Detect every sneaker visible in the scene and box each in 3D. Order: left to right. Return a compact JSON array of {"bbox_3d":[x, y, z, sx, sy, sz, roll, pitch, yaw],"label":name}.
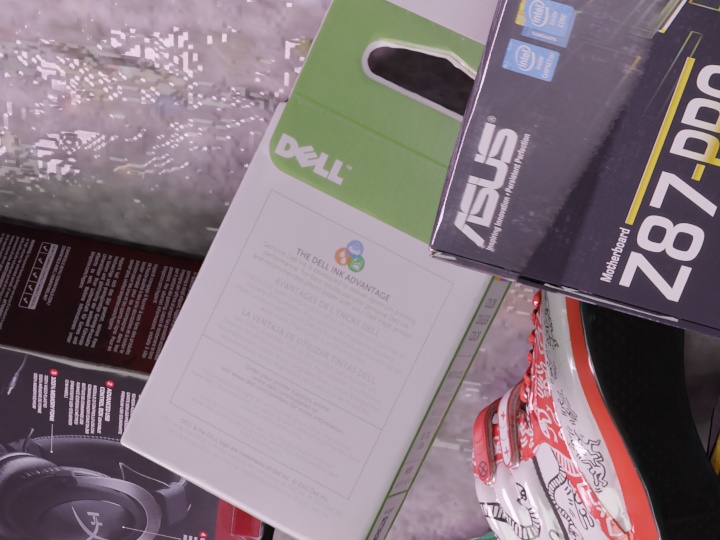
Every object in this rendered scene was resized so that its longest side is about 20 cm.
[{"bbox_3d":[0.083,0.047,0.986,0.107,0.067,0.203,4,119,46],"label":"sneaker"}]

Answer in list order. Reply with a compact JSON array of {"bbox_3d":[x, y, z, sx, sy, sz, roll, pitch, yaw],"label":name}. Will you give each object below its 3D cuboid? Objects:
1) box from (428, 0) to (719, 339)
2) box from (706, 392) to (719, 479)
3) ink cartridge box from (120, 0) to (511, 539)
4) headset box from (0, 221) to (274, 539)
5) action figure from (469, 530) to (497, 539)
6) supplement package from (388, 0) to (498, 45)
[{"bbox_3d":[0.120,-0.067,0.723,0.160,0.049,0.201,17,133,0],"label":"box"},{"bbox_3d":[0.252,0.037,0.956,0.198,0.050,0.160,12,132,1],"label":"box"},{"bbox_3d":[0.000,0.000,0.922,0.103,0.059,0.201,26,95,11],"label":"ink cartridge box"},{"bbox_3d":[-0.111,0.066,1.043,0.198,0.078,0.150,10,134,2],"label":"headset box"},{"bbox_3d":[0.084,0.149,1.099,0.118,0.055,0.200,41,124,-21],"label":"action figure"},{"bbox_3d":[0.117,-0.126,0.783,0.199,0.117,0.118,23,134,-10],"label":"supplement package"}]
